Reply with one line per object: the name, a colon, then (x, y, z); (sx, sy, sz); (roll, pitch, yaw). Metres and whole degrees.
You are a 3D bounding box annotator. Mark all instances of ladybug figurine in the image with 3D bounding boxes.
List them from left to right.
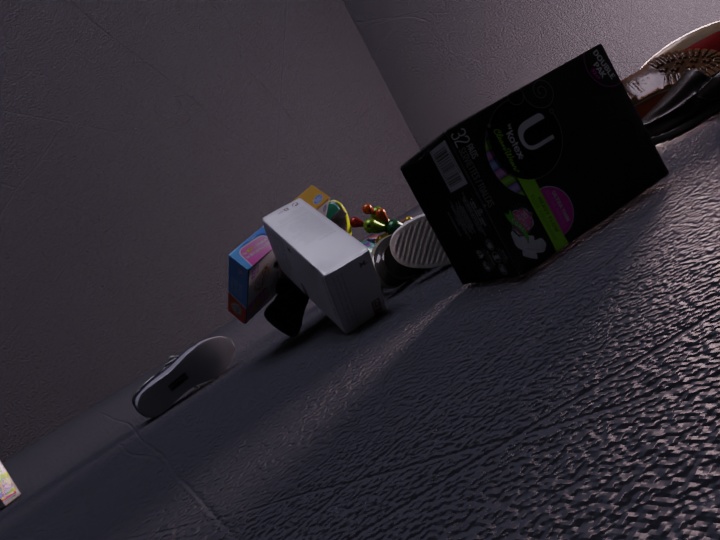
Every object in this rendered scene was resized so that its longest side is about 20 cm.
ladybug figurine: (0.515, -0.302, 0.893); (0.197, 0.073, 0.136); (-24, -30, 14)

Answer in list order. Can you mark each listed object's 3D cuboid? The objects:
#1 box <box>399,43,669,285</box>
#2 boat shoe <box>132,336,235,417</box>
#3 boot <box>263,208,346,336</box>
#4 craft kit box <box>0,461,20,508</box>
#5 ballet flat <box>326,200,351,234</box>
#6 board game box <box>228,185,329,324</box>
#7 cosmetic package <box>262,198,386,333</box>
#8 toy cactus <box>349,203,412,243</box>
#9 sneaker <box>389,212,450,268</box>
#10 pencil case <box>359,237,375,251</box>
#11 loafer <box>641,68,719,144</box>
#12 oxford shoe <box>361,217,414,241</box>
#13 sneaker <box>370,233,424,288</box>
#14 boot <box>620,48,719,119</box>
box: (0.170, -0.101, 0.589); (0.198, 0.150, 0.124); (-31, 4, -17)
boat shoe: (-0.318, 0.186, 1.052); (0.199, 0.074, 0.068); (-43, 25, -26)
boot: (-0.082, 0.007, 0.996); (0.175, 0.069, 0.201); (-56, -3, -38)
craft kit box: (-0.721, 0.352, 1.010); (0.196, 0.202, 0.049); (-30, 4, 10)
ballet flat: (-0.045, -0.036, 1.096); (0.066, 0.204, 0.067); (14, 22, 28)
board game box: (-0.134, -0.026, 0.954); (0.200, 0.040, 0.154); (-46, -16, -35)
cosmetic package: (-0.054, -0.012, 0.798); (0.073, 0.103, 0.200); (-30, 37, -16)
toy cactus: (0.083, -0.069, 1.121); (0.163, 0.104, 0.199); (8, -8, 33)
sneaker: (0.138, -0.060, 0.819); (0.197, 0.080, 0.079); (-18, 11, 10)
pencil case: (0.000, 0.000, 0.968); (0.091, 0.087, 0.200); (0, 10, 6)
loafer: (0.441, -0.232, 0.776); (0.198, 0.072, 0.073); (-28, 5, 26)
oxford shoe: (0.079, -0.053, 1.295); (0.198, 0.071, 0.075); (-26, 32, 29)
sneaker: (0.099, -0.044, 0.875); (0.106, 0.076, 0.199); (-28, 3, 43)
boot: (0.434, -0.246, 0.855); (0.197, 0.108, 0.076); (-20, 45, 16)
